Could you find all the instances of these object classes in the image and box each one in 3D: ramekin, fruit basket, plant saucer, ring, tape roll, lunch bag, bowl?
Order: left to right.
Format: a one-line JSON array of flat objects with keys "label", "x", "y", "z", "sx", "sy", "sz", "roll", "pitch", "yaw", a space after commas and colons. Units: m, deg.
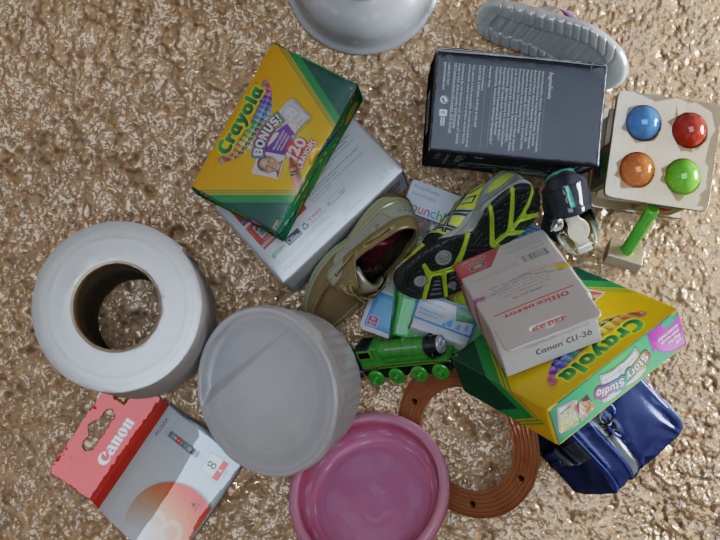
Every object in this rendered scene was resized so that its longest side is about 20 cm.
[{"label": "tape roll", "x": -0.280, "y": 0.051, "z": 1.594, "sx": 0.201, "sy": 0.139, "sz": 0.204, "roll": 0, "pitch": 82, "yaw": 2}, {"label": "ramekin", "x": -0.090, "y": 0.138, "z": 1.592, "sx": 0.201, "sy": 0.094, "sz": 0.204, "roll": 4, "pitch": 97, "yaw": 29}, {"label": "bowl", "x": 0.004, "y": -0.373, "z": 1.640, "sx": 0.200, "sy": 0.090, "sz": 0.202, "roll": 0, "pitch": 89, "yaw": 0}, {"label": "plant saucer", "x": 0.013, "y": 0.273, "z": 1.606, "sx": 0.199, "sy": 0.051, "sz": 0.202, "roll": -7, "pitch": 59, "yaw": 13}, {"label": "fruit basket", "x": 0.117, "y": 0.009, "z": 1.627, "sx": 0.184, "sy": 0.094, "sz": 0.201, "roll": 21, "pitch": 86, "yaw": 1}, {"label": "ring", "x": 0.131, "y": 0.202, "z": 1.606, "sx": 0.199, "sy": 0.019, "sz": 0.202, "roll": 10, "pitch": 107, "yaw": 34}, {"label": "lunch bag", "x": 0.274, "y": 0.187, "z": 1.561, "sx": 0.132, "sy": 0.200, "sz": 0.136, "roll": -42, "pitch": 86, "yaw": -11}]

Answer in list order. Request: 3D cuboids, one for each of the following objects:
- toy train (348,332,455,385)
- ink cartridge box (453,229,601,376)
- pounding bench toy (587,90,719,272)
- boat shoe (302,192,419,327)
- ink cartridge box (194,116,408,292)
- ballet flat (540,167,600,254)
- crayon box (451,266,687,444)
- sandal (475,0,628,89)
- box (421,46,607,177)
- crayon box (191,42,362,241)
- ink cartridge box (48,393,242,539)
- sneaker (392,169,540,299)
[{"label": "toy train", "x": 0.027, "y": 0.107, "z": 1.602, "sx": 0.199, "sy": 0.042, "sz": 0.057, "roll": -9, "pitch": 118, "yaw": 32}, {"label": "ink cartridge box", "x": 0.189, "y": 0.043, "z": 1.470, "sx": 0.116, "sy": 0.200, "sz": 0.068, "roll": -21, "pitch": 119, "yaw": -1}, {"label": "pounding bench toy", "x": 0.346, "y": -0.100, "z": 1.596, "sx": 0.123, "sy": 0.156, "sz": 0.201, "roll": 8, "pitch": 89, "yaw": 0}, {"label": "boat shoe", "x": 0.000, "y": 0.000, "z": 1.596, "sx": 0.074, "sy": 0.067, "sz": 0.200, "roll": 19, "pitch": 117, "yaw": -34}, {"label": "ink cartridge box", "x": -0.072, "y": -0.108, "z": 1.630, "sx": 0.200, "sy": 0.084, "sz": 0.176, "roll": -42, "pitch": 79, "yaw": -1}, {"label": "ballet flat", "x": 0.250, "y": -0.056, "z": 1.571, "sx": 0.073, "sy": 0.200, "sz": 0.074, "roll": -3, "pitch": 73, "yaw": 11}, {"label": "crayon box", "x": 0.233, "y": 0.090, "z": 1.493, "sx": 0.200, "sy": 0.172, "sz": 0.059, "roll": -34, "pitch": 121, "yaw": -20}, {"label": "sandal", "x": 0.244, "y": -0.294, "z": 1.653, "sx": 0.202, "sy": 0.083, "sz": 0.050, "roll": 26, "pitch": 46, "yaw": 3}, {"label": "box", "x": 0.176, "y": -0.182, "z": 1.577, "sx": 0.195, "sy": 0.200, "sz": 0.125, "roll": 4, "pitch": 90, "yaw": 1}, {"label": "crayon box", "x": -0.097, "y": -0.151, "z": 1.568, "sx": 0.118, "sy": 0.058, "sz": 0.201, "roll": 28, "pitch": 85, "yaw": 11}, {"label": "ink cartridge box", "x": -0.265, "y": 0.243, "z": 1.644, "sx": 0.200, "sy": 0.050, "sz": 0.163, "roll": 35, "pitch": 88, "yaw": -2}, {"label": "sneaker", "x": 0.122, "y": -0.040, "z": 1.570, "sx": 0.200, "sy": 0.077, "sz": 0.075, "roll": -36, "pitch": 121, "yaw": 6}]
